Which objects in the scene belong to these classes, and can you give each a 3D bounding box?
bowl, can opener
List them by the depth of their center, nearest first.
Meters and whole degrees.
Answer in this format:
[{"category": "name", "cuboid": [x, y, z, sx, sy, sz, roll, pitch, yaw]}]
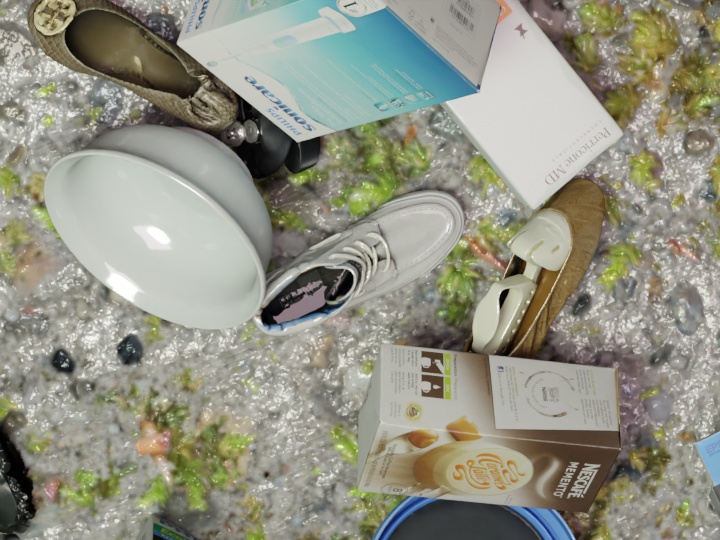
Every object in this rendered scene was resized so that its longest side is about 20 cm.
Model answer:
[{"category": "bowl", "cuboid": [-0.147, -0.051, 1.609, 0.201, 0.201, 0.090, 37, 56, -7]}, {"category": "can opener", "cuboid": [-0.091, -0.173, 1.645, 0.063, 0.079, 0.200, -11, 96, 37]}, {"category": "bowl", "cuboid": [0.094, 0.274, 1.688, 0.200, 0.039, 0.201, 2, 80, -12]}]

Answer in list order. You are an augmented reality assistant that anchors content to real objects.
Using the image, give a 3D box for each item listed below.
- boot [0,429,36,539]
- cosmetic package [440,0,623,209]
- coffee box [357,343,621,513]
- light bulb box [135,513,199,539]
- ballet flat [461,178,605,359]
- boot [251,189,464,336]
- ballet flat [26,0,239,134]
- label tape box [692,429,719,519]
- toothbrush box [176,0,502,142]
[{"category": "boot", "cuboid": [-0.374, 0.163, 1.656, 0.162, 0.073, 0.198, -25, 105, 2]}, {"category": "cosmetic package", "cuboid": [0.113, -0.159, 1.645, 0.101, 0.071, 0.200, -41, 98, 2]}, {"category": "coffee box", "cuboid": [0.104, 0.131, 1.647, 0.200, 0.114, 0.080, 6, 55, -7]}, {"category": "light bulb box", "cuboid": [-0.166, 0.331, 1.626, 0.125, 0.200, 0.198, 30, 95, -8]}, {"category": "ballet flat", "cuboid": [0.137, 0.011, 1.664, 0.068, 0.072, 0.200, 35, 101, 37]}, {"category": "boot", "cuboid": [0.000, 0.000, 1.646, 0.200, 0.096, 0.074, -30, 98, 1]}, {"category": "ballet flat", "cuboid": [-0.186, -0.172, 1.613, 0.200, 0.046, 0.067, 32, 83, 12]}, {"category": "label tape box", "cuboid": [0.383, 0.197, 1.711, 0.144, 0.063, 0.200, -27, 98, 1]}, {"category": "toothbrush box", "cuboid": [-0.017, -0.187, 1.533, 0.146, 0.200, 0.085, 37, 55, -35]}]
